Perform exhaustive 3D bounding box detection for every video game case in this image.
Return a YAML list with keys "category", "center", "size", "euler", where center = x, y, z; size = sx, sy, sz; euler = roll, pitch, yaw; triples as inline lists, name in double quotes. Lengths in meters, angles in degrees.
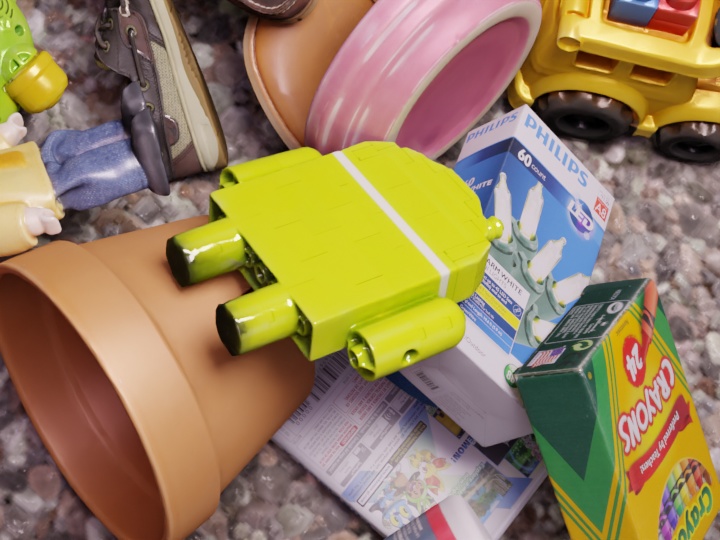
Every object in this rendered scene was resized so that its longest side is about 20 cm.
- category: "video game case"
  center: [0.056, 0.086, 0.983]
  size: [0.182, 0.022, 0.200]
  euler: [40, 76, 4]

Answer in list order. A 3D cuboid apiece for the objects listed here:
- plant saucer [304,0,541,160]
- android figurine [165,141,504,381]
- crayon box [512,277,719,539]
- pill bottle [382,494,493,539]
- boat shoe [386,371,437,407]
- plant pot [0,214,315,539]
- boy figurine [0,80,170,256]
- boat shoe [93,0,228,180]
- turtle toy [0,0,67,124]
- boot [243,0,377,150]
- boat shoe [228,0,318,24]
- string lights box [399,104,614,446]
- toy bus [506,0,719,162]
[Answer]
- category: "plant saucer"
  center: [0.050, -0.132, 0.937]
  size: [0.200, 0.201, 0.051]
  euler: [-43, 75, -13]
- category: "android figurine"
  center: [-0.007, -0.015, 0.841]
  size: [0.199, 0.041, 0.182]
  euler: [-21, 50, -29]
- category: "crayon box"
  center: [0.172, 0.122, 0.904]
  size: [0.127, 0.050, 0.202]
  euler: [-41, 116, -50]
- category: "pill bottle"
  center: [0.010, 0.242, 0.886]
  size: [0.199, 0.120, 0.120]
  euler: [-34, 83, 1]
- category: "boat shoe"
  center: [0.000, 0.000, 0.944]
  size: [0.069, 0.084, 0.200]
  euler: [-41, 86, -17]
- category: "plant pot"
  center: [-0.123, 0.055, 0.894]
  size: [0.139, 0.200, 0.201]
  euler: [-31, 82, -28]
- category: "boy figurine"
  center: [-0.220, -0.056, 0.877]
  size: [0.198, 0.065, 0.125]
  euler: [-15, 41, -7]
- category: "boat shoe"
  center: [-0.149, -0.151, 0.959]
  size: [0.064, 0.073, 0.202]
  euler: [-22, 108, -2]
- category: "turtle toy"
  center: [-0.301, -0.122, 0.949]
  size: [0.200, 0.101, 0.146]
  euler: [-46, 109, -11]
- category: "boot"
  center: [-0.005, -0.182, 0.967]
  size: [0.153, 0.074, 0.202]
  euler: [-14, 96, 19]
- category: "boat shoe"
  center: [-0.107, -0.241, 0.932]
  size: [0.070, 0.070, 0.200]
  euler: [-46, 78, 13]
- category: "string lights box"
  center: [0.094, 0.001, 0.933]
  size: [0.103, 0.059, 0.201]
  euler: [42, 50, -23]
- category: "toy bus"
  center: [0.216, -0.173, 0.972]
  size: [0.198, 0.192, 0.137]
  euler: [12, 75, -5]
